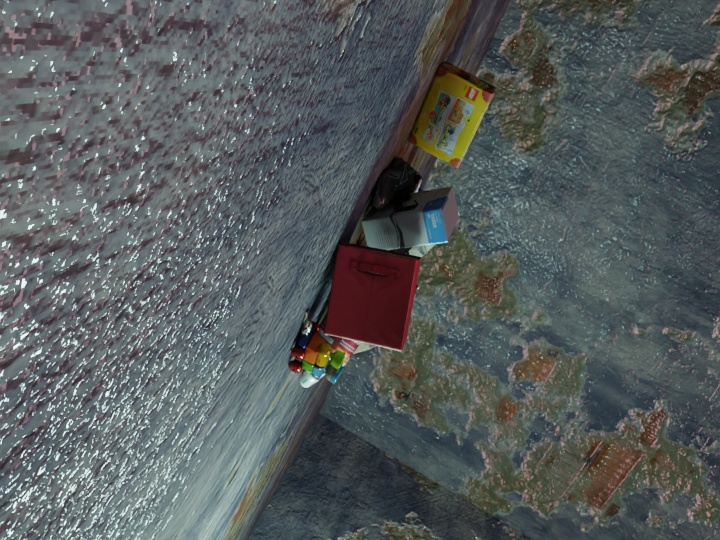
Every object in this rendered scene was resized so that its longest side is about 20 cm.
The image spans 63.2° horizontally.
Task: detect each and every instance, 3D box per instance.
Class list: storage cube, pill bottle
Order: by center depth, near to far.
[{"bbox_3d":[0.031,0.048,1.228,0.200,0.165,0.186,-17,118,-82],"label":"storage cube"},{"bbox_3d":[-0.027,0.124,1.445,0.202,0.112,0.113,-54,175,-1],"label":"pill bottle"}]

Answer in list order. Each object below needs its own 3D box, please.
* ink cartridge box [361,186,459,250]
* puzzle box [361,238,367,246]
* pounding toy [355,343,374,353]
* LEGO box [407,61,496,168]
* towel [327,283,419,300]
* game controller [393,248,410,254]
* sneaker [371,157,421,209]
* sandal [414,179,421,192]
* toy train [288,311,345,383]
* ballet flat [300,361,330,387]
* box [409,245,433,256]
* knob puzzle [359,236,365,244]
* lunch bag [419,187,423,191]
[{"bbox_3d":[0.118,-0.120,1.364,0.146,0.194,0.086,-56,133,-55],"label":"ink cartridge box"},{"bbox_3d":[0.000,0.000,1.536,0.135,0.025,0.200,-57,168,-6],"label":"puzzle box"},{"bbox_3d":[0.002,0.148,1.671,0.197,0.146,0.182,-20,178,-42],"label":"pounding toy"},{"bbox_3d":[0.225,-0.384,1.448,0.203,0.146,0.077,-65,174,31],"label":"LEGO box"},{"bbox_3d":[0.027,0.053,1.362,0.150,0.197,0.022,-62,153,5],"label":"towel"},{"bbox_3d":[0.079,-0.019,1.594,0.199,0.042,0.106,-36,150,-46],"label":"game controller"},{"bbox_3d":[0.085,-0.196,1.339,0.201,0.078,0.076,-56,173,-48],"label":"sneaker"},{"bbox_3d":[0.090,-0.198,1.553,0.081,0.058,0.206,-64,-163,-20],"label":"sandal"},{"bbox_3d":[-0.080,0.165,1.227,0.086,0.113,0.202,-59,174,-33],"label":"toy train"},{"bbox_3d":[-0.135,0.299,1.741,0.071,0.068,0.200,-63,171,10],"label":"ballet flat"},{"bbox_3d":[0.168,-0.086,1.676,0.068,0.082,0.200,-42,176,-29],"label":"box"},{"bbox_3d":[0.016,-0.054,1.633,0.224,0.030,0.220,-63,175,-9],"label":"knob puzzle"},{"bbox_3d":[0.110,-0.133,1.626,0.151,0.093,0.201,-47,-173,36],"label":"lunch bag"}]
